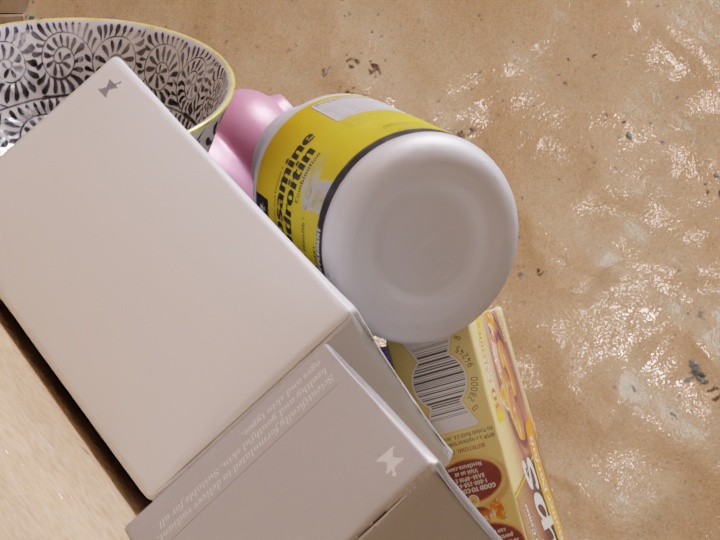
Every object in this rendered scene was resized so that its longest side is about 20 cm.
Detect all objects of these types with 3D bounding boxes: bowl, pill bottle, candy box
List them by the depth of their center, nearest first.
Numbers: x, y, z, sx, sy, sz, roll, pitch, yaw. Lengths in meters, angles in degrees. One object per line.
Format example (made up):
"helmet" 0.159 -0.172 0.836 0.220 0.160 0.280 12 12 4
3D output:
"pill bottle" 0.001 -0.040 0.742 0.112 0.112 0.200 50 -6 -25
"candy box" 0.078 0.127 0.768 0.115 0.055 0.203 -3 78 -73
"bowl" -0.174 -0.072 0.778 0.201 0.199 0.095 44 -41 47

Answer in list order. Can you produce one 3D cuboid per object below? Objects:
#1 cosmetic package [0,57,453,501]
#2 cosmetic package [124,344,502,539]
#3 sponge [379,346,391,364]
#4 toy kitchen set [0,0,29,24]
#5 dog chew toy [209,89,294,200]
"cosmetic package" -0.077 0.036 0.657 0.199 0.123 0.200 46 -7 31
"cosmetic package" 0.013 0.134 0.500 0.090 0.107 0.201 43 -9 51
"sponge" -0.016 0.097 0.829 0.200 0.110 0.030 -84 170 -72
"toy kitchen set" -0.327 -0.178 0.941 0.163 0.182 0.199 41 33 28
"dog chew toy" -0.121 -0.046 0.891 0.125 0.200 0.125 48 -5 5
